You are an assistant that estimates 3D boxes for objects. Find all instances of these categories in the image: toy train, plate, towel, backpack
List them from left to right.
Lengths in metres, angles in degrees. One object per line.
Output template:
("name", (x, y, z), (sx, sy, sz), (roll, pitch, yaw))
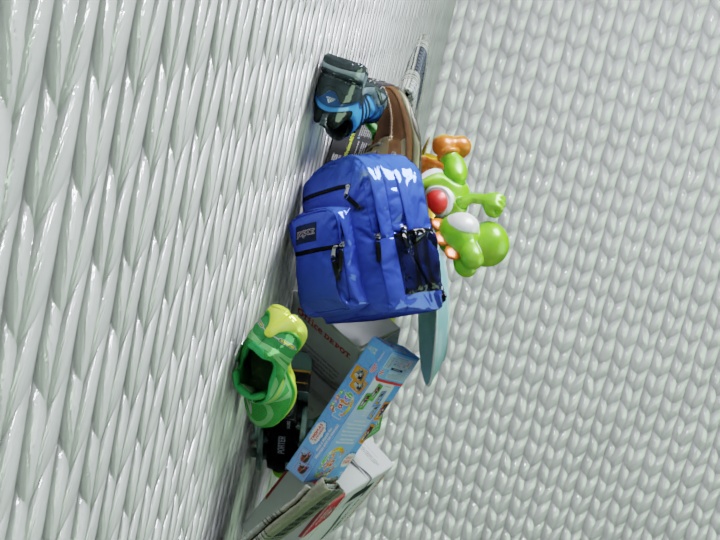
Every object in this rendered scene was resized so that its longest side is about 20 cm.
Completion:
("towel", (-0.110, 0.317, 1.479), (0.199, 0.035, 0.193), (-36, 168, -3))
("toy train", (-0.099, 0.191, 1.571), (0.201, 0.084, 0.115), (97, 0, -57))
("backpack", (0.003, -0.042, 1.451), (0.167, 0.161, 0.203), (-1, 84, -43))
("towel", (0.064, -0.222, 1.751), (0.193, 0.034, 0.202), (-74, 173, -53))
("plate", (0.097, 0.050, 1.557), (0.200, 0.025, 0.203), (180, -90, -86))

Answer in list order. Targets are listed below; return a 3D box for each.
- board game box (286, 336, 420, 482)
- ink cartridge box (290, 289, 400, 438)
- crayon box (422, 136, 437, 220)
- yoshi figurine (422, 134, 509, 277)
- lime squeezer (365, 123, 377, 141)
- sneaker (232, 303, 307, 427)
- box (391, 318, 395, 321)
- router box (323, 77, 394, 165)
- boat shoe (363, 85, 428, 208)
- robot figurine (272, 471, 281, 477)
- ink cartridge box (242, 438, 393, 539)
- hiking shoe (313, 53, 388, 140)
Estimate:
("board game box", (-0.006, 0.183, 1.550), (0.201, 0.036, 0.151), (-57, 162, 2))
("ink cartridge box", (-0.032, 0.129, 1.667), (0.083, 0.146, 0.202), (-25, 140, -36))
("crayon box", (0.084, -0.082, 1.761), (0.201, 0.050, 0.128), (108, 0, -51))
("yoshi figurine", (0.142, -0.078, 1.612), (0.113, 0.111, 0.202), (70, 5, -60))
("lime squeezer", (0.023, -0.148, 1.604), (0.070, 0.037, 0.203), (-6, 87, -53))
("sneaker", (-0.114, 0.116, 1.335), (0.083, 0.074, 0.201), (-41, 158, -34))
("box", (0.000, 0.000, 1.763), (0.201, 0.074, 0.051), (-106, -158, -47))
("router box", (-0.006, -0.155, 1.713), (0.151, 0.061, 0.202), (94, 11, -56))
("boat shoe", (0.039, -0.140, 1.559), (0.076, 0.073, 0.203), (163, -81, -74))
("robot figurine", (-0.067, 0.271, 1.910), (0.176, 0.115, 0.201), (-56, 163, -38))
("ink cartridge box", (-0.058, 0.328, 1.741), (0.145, 0.084, 0.199), (-53, 163, 25))
("hiking shoe", (-0.021, -0.201, 1.456), (0.088, 0.074, 0.200), (-69, 165, 0))
